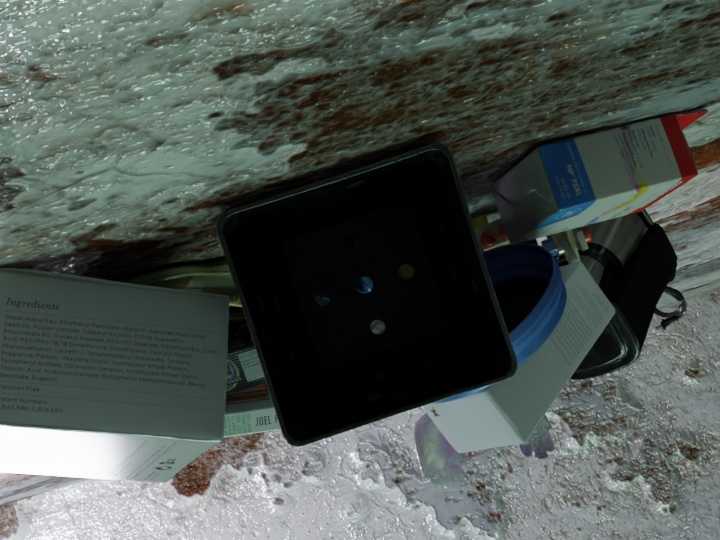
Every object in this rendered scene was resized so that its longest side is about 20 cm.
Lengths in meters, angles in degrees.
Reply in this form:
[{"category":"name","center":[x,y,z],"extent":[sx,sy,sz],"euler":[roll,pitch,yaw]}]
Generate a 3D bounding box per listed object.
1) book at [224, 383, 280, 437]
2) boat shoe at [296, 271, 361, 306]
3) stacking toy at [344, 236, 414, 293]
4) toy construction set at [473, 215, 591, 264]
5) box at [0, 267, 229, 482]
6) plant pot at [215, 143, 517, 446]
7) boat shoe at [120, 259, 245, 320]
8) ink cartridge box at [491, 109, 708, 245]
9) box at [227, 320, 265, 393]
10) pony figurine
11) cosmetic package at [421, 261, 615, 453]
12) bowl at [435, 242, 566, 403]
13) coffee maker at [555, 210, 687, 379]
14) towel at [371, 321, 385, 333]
[{"category":"book","center":[-0.114,0.146,1.275],"extent":[0.200,0.048,0.134],"euler":[-6,-173,-18]},{"category":"boat shoe","center":[-0.028,0.061,1.238],"extent":[0.084,0.069,0.200],"euler":[11,161,18]},{"category":"stacking toy","center":[0.000,0.000,1.254],"extent":[0.085,0.086,0.200],"euler":[-10,172,-37]},{"category":"toy construction set","center":[0.146,-0.032,1.312],"extent":[0.200,0.092,0.131],"euler":[-7,170,1]},{"category":"box","center":[-0.234,0.098,1.048],"extent":[0.200,0.131,0.199],"euler":[8,159,-20]},{"category":"plant pot","center":[0.006,0.016,1.060],"extent":[0.200,0.200,0.177],"euler":[-18,-177,1]},{"category":"boat shoe","center":[-0.164,0.033,1.158],"extent":[0.200,0.067,0.074],"euler":[-12,168,-28]},{"category":"ink cartridge box","center":[0.244,-0.093,1.189],"extent":[0.200,0.067,0.116],"euler":[-14,169,-20]},{"category":"box","center":[-0.167,0.091,1.263],"extent":[0.200,0.044,0.160],"euler":[-16,-165,4]},{"category":"pony figurine","center":[0.129,0.152,1.428],"extent":[0.166,0.193,0.200],"euler":[-20,170,0]},{"category":"cosmetic package","center":[0.159,0.085,1.207],"extent":[0.101,0.071,0.200],"euler":[-20,-158,52]},{"category":"bowl","center":[0.109,0.052,1.174],"extent":[0.200,0.039,0.201],"euler":[-30,-158,14]},{"category":"coffee maker","center":[0.295,0.032,1.405],"extent":[0.135,0.192,0.200],"euler":[-53,180,43]},{"category":"towel","center":[-0.012,0.091,1.471],"extent":[0.165,0.086,0.200],"euler":[20,179,16]}]
